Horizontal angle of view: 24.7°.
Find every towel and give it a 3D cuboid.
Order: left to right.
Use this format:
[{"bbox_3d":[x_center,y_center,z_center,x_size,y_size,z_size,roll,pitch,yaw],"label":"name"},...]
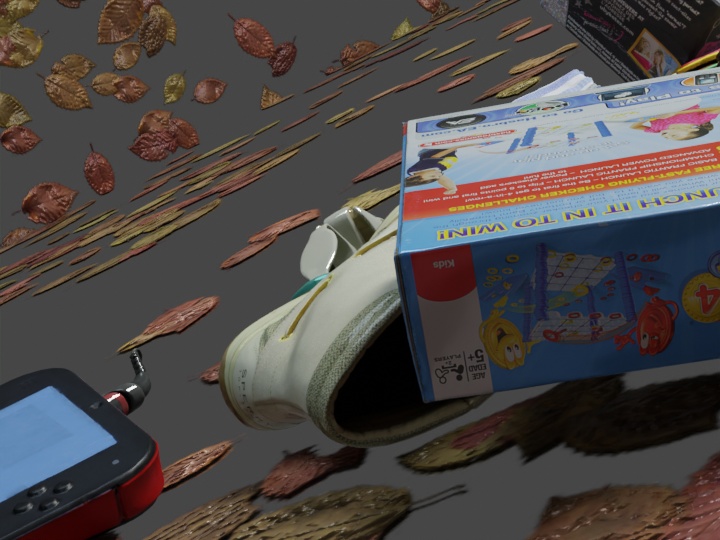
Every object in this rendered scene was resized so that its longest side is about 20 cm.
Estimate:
[{"bbox_3d":[0.135,-0.120,1.353,0.146,0.024,0.200,-26,10,6],"label":"towel"}]

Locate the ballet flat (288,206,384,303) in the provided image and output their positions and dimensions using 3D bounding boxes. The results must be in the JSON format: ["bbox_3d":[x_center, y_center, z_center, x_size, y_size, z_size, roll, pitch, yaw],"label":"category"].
[{"bbox_3d":[0.000,0.000,0.939,0.067,0.071,0.200,-24,10,12],"label":"ballet flat"}]

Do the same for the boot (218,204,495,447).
[{"bbox_3d":[0.038,0.014,0.777,0.199,0.073,0.154,-35,12,-18],"label":"boot"}]

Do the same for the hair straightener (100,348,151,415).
[{"bbox_3d":[-0.200,0.104,0.982,0.076,0.041,0.200,-17,18,43],"label":"hair straightener"}]

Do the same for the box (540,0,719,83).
[{"bbox_3d":[0.253,-0.234,1.215,0.199,0.132,0.115,-33,-21,-36],"label":"box"}]

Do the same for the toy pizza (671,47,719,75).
[{"bbox_3d":[0.235,-0.126,1.068,0.198,0.032,0.200,-26,6,3],"label":"toy pizza"}]

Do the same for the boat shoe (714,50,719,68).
[{"bbox_3d":[0.236,-0.112,0.932,0.199,0.071,0.070,-30,11,-18],"label":"boat shoe"}]

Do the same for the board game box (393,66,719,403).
[{"bbox_3d":[0.115,-0.026,0.638,0.197,0.057,0.196,-9,18,6],"label":"board game box"}]

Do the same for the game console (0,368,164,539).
[{"bbox_3d":[-0.205,0.112,0.851,0.175,0.031,0.200,-21,19,-22],"label":"game console"}]
